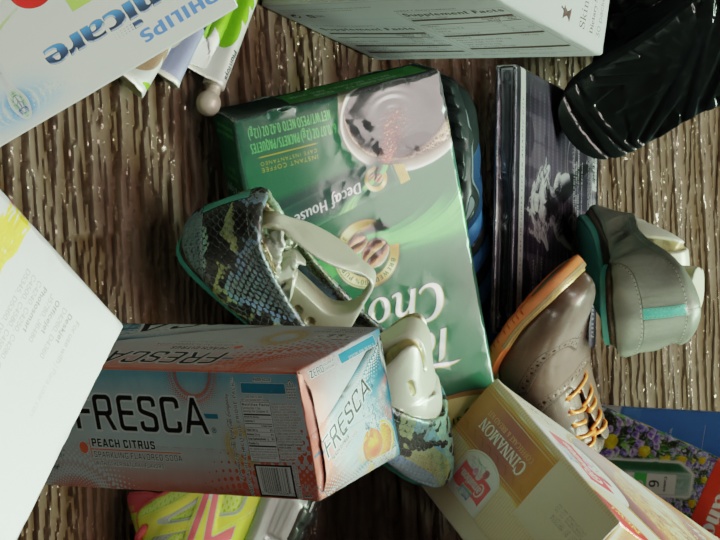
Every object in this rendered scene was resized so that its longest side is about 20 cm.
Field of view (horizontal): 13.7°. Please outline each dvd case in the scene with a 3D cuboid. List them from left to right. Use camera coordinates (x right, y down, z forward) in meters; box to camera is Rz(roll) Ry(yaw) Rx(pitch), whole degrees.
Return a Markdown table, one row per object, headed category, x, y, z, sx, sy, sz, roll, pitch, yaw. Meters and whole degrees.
| category | x | y | z | sx | sy | sz | roll | pitch | yaw |
| --- | --- | --- | --- | --- | --- | --- | --- | --- | --- |
| dvd case | 0.109 | -0.033 | 1.745 | 0.200 | 0.016 | 0.149 | 13 | 78 | -72 |

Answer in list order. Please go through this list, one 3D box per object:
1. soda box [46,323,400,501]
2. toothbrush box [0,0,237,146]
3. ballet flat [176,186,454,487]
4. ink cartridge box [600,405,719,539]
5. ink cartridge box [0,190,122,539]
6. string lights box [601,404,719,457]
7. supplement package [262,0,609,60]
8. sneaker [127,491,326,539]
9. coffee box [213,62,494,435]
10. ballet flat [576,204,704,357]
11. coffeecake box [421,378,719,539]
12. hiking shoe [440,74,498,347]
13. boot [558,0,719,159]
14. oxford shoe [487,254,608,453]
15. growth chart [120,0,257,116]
| category | x | y | z | sx | sy | sz | roll | pitch | yaw |
| --- | --- | --- | --- | --- | --- | --- | --- | --- | --- |
| soda box | -0.082 | 0.063 | 1.397 | 0.068 | 0.199 | 0.064 | -26 | 112 | -51 |
| toothbrush box | -0.167 | -0.172 | 1.315 | 0.145 | 0.086 | 0.200 | -29 | 126 | 0 |
| ballet flat | -0.005 | 0.033 | 1.524 | 0.200 | 0.074 | 0.074 | 42 | 57 | -21 |
| ink cartridge box | 0.188 | 0.159 | 1.737 | 0.050 | 0.200 | 0.109 | 28 | 86 | -57 |
| ink cartridge box | -0.230 | 0.021 | 1.246 | 0.200 | 0.146 | 0.146 | 50 | 52 | -40 |
| string lights box | 0.221 | 0.138 | 1.799 | 0.059 | 0.199 | 0.103 | 20 | 76 | -53 |
| supplement package | 0.053 | -0.224 | 1.604 | 0.111 | 0.155 | 0.201 | 19 | 76 | -51 |
| sneaker | -0.084 | 0.149 | 1.511 | 0.201 | 0.090 | 0.078 | -65 | 173 | -1 |
| coffee box | 0.000 | 0.000 | 1.587 | 0.122 | 0.044 | 0.201 | -13 | 105 | -17 |
| ballet flat | 0.160 | 0.006 | 1.690 | 0.200 | 0.063 | 0.068 | -91 | 173 | -77 |
| coffeecake box | 0.143 | 0.163 | 1.589 | 0.200 | 0.154 | 0.073 | 35 | 99 | -35 |
| hiking shoe | 0.042 | -0.013 | 1.678 | 0.087 | 0.074 | 0.201 | -21 | 116 | -62 |
| boot | 0.212 | -0.153 | 1.759 | 0.077 | 0.200 | 0.168 | 55 | 28 | -16 |
| oxford shoe | 0.112 | 0.063 | 1.652 | 0.071 | 0.073 | 0.200 | -42 | 160 | -26 |
| growth chart | -0.114 | -0.162 | 1.500 | 0.200 | 0.018 | 0.145 | 35 | 65 | -47 |
